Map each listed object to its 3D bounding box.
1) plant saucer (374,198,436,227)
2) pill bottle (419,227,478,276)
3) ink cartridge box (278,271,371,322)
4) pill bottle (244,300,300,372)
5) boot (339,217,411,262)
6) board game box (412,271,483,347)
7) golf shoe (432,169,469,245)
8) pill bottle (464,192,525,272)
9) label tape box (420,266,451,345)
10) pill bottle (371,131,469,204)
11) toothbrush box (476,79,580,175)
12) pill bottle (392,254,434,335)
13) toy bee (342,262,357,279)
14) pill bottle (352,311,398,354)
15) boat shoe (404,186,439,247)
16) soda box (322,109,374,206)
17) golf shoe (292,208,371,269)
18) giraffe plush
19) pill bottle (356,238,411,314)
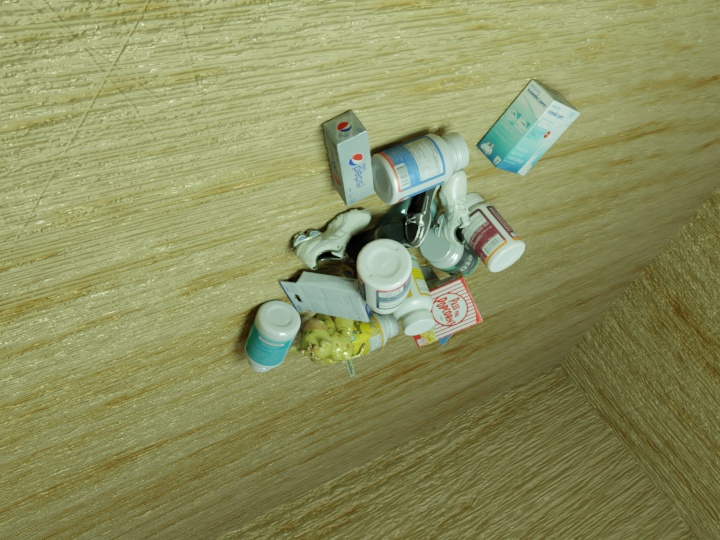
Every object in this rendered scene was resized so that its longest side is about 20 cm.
[{"bbox_3d":[0.117,-0.110,1.616,0.200,0.027,0.200,-26,153,-15],"label":"plant saucer"},{"bbox_3d":[0.247,-0.052,1.758,0.113,0.113,0.200,-42,152,16],"label":"pill bottle"},{"bbox_3d":[-0.083,0.064,1.582,0.200,0.041,0.200,8,156,12],"label":"ink cartridge box"},{"bbox_3d":[-0.230,0.175,1.602,0.111,0.111,0.200,-13,146,-36],"label":"pill bottle"},{"bbox_3d":[0.048,-0.071,1.522,0.154,0.074,0.204,-16,178,35],"label":"boot"},{"bbox_3d":[0.223,0.111,1.780,0.200,0.046,0.152,-25,110,9],"label":"board game box"},{"bbox_3d":[0.245,-0.155,1.567,0.078,0.097,0.200,-22,134,-28],"label":"golf shoe"},{"bbox_3d":[0.331,-0.104,1.671,0.114,0.200,0.114,-26,152,-15],"label":"pill bottle"},{"bbox_3d":[0.206,0.108,1.876,0.066,0.200,0.143,-8,143,-44],"label":"label tape box"},{"bbox_3d":[0.127,-0.224,1.345,0.200,0.112,0.112,-23,151,-20],"label":"pill bottle"},{"bbox_3d":[0.398,-0.334,1.499,0.146,0.085,0.200,2,135,-49],"label":"toothbrush box"},{"bbox_3d":[0.126,0.065,1.682,0.113,0.200,0.113,-15,152,-8],"label":"pill bottle"},{"bbox_3d":[0.000,0.000,1.579,0.200,0.131,0.109,-26,129,7],"label":"toy bee"},{"bbox_3d":[0.010,0.190,1.890,0.200,0.113,0.113,-20,150,-26],"label":"pill bottle"},{"bbox_3d":[0.133,-0.155,1.450,0.057,0.067,0.200,18,88,-38],"label":"boat shoe"},{"bbox_3d":[-0.021,-0.216,1.246,0.068,0.063,0.200,-28,152,-9],"label":"soda box"},{"bbox_3d":[-0.050,-0.065,1.427,0.200,0.097,0.078,-29,151,-14],"label":"golf shoe"},{"bbox_3d":[-0.103,0.188,1.673,0.173,0.200,0.162,-46,147,18],"label":"giraffe plush"},{"bbox_3d":[0.054,0.023,1.429,0.120,0.120,0.200,-29,159,-10],"label":"pill bottle"}]
